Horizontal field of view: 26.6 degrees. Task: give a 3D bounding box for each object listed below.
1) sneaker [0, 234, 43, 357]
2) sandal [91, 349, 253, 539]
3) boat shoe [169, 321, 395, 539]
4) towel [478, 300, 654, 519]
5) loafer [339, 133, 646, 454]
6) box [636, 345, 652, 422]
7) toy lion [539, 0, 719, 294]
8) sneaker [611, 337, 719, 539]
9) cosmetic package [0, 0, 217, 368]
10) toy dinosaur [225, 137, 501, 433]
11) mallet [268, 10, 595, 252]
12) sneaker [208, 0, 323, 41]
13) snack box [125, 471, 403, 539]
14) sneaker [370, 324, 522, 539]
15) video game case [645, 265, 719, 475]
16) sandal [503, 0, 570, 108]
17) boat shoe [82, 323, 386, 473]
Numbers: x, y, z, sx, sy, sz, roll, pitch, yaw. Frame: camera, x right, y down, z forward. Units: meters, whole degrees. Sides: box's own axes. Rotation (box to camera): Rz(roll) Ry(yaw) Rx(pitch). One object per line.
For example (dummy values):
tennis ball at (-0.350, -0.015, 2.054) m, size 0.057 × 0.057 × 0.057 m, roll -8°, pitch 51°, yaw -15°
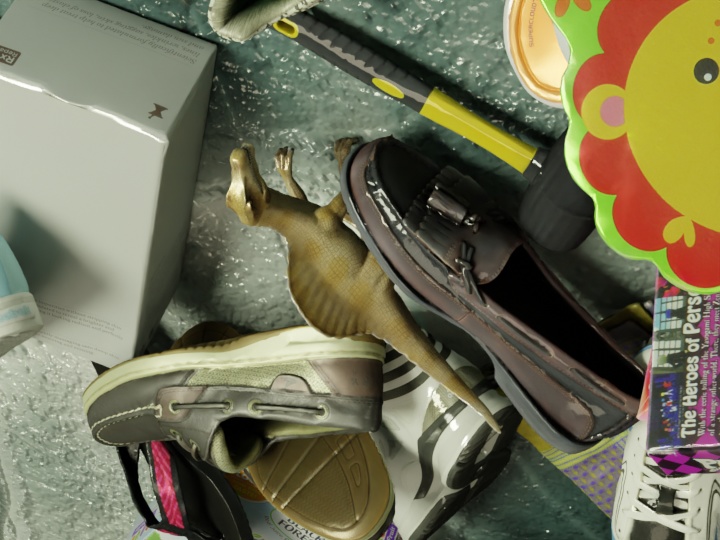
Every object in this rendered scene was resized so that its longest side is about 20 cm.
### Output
sneaker at (-0.235, 0.016, 0.842) m, size 0.199 × 0.073 × 0.083 m, roll -22°, pitch 85°, yaw 49°
sandal at (-0.131, 0.118, 0.959) m, size 0.075 × 0.045 × 0.202 m, roll -25°, pitch 95°, yaw 52°
boat shoe at (-0.040, 0.098, 0.901) m, size 0.200 × 0.073 × 0.065 m, roll 40°, pitch 175°, yaw 41°
towel at (0.170, 0.101, 0.880) m, size 0.143 × 0.023 × 0.200 m, roll -27°, pitch 118°, yaw 40°
loafer at (0.074, 0.005, 0.768) m, size 0.200 × 0.072 × 0.063 m, roll 49°, pitch 140°, yaw -10°
box at (0.243, 0.047, 0.709) m, size 0.198 × 0.104 × 0.095 m, roll 21°, pitch 152°, yaw -5°
toy lion at (0.140, -0.096, 0.573) m, size 0.199 × 0.069 × 0.193 m, roll 40°, pitch 112°, yaw 10°
sneaker at (0.171, 0.117, 0.827) m, size 0.071 × 0.073 × 0.202 m, roll 9°, pitch 135°, yaw 17°
cosmetic package at (-0.151, -0.046, 0.833) m, size 0.112 × 0.082 × 0.201 m, roll 22°, pitch 137°, yaw 1°
toy dinosaur at (0.000, 0.000, 0.793) m, size 0.200 × 0.102 × 0.058 m, roll 44°, pitch 136°, yaw -19°
mallet at (0.043, -0.086, 0.741) m, size 0.199 × 0.041 × 0.066 m, roll 35°, pitch 137°, yaw -6°
sneaker at (-0.001, -0.157, 0.644) m, size 0.077 × 0.089 × 0.200 m, roll 37°, pitch 136°, yaw -14°
snack box at (-0.065, 0.185, 1.047) m, size 0.141 × 0.053 × 0.200 m, roll 34°, pitch 136°, yaw -13°
sneaker at (0.030, 0.086, 0.910) m, size 0.115 × 0.075 × 0.201 m, roll 47°, pitch 157°, yaw 16°
video game case at (0.209, -0.019, 0.611) m, size 0.179 × 0.203 × 0.036 m, roll -6°, pitch 152°, yaw 28°
sandal at (0.131, -0.130, 0.624) m, size 0.206 × 0.059 × 0.080 m, roll -30°, pitch 98°, yaw 38°
boat shoe at (-0.074, 0.078, 0.842) m, size 0.199 × 0.067 × 0.072 m, roll -15°, pitch 156°, yaw 28°
